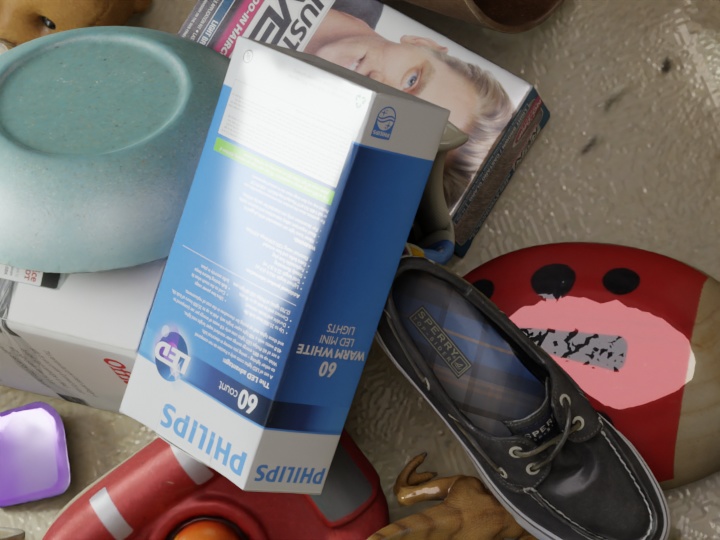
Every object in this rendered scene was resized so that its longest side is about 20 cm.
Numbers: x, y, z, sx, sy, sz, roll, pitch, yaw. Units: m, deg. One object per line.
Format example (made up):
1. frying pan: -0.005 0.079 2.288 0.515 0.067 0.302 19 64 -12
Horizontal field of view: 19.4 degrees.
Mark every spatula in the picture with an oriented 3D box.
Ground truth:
1. spatula: -0.260 0.120 1.229 0.199 0.021 0.057 -12 76 12

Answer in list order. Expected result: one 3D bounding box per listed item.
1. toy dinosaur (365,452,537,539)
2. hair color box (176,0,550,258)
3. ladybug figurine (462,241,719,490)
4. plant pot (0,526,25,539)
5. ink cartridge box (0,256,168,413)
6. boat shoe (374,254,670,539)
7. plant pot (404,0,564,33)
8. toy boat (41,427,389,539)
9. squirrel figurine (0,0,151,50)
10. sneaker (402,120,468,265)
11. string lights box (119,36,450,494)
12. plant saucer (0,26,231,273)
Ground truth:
1. toy dinosaur: 0.052 0.127 1.087 0.199 0.106 0.061 -5 90 -28
2. hair color box: -0.004 -0.102 1.194 0.200 0.061 0.100 31 87 19
3. ladybug figurine: 0.120 0.048 1.119 0.199 0.072 0.136 5 79 16
4. plant pot: -0.277 0.236 1.129 0.200 0.200 0.184 -3 87 14
5. ink cartridge box: -0.176 0.013 1.164 0.199 0.147 0.083 12 72 16
6. boat shoe: 0.079 0.068 1.042 0.070 0.066 0.200 -39 86 -6
7. plant pot: 0.010 -0.238 1.174 0.200 0.187 0.187 13 80 31
8. toy boat: -0.081 0.157 1.100 0.200 0.131 0.131 -36 102 4
9. squirrel figurine: -0.198 -0.221 1.237 0.186 0.142 0.200 36 90 13
10. sneaker: 0.000 0.000 1.121 0.090 0.075 0.201 24 122 24
11. string lights box: -0.040 -0.002 1.034 0.103 0.059 0.201 27 102 41
12. plant saucer: -0.142 -0.079 1.115 0.200 0.039 0.201 -2 42 2
